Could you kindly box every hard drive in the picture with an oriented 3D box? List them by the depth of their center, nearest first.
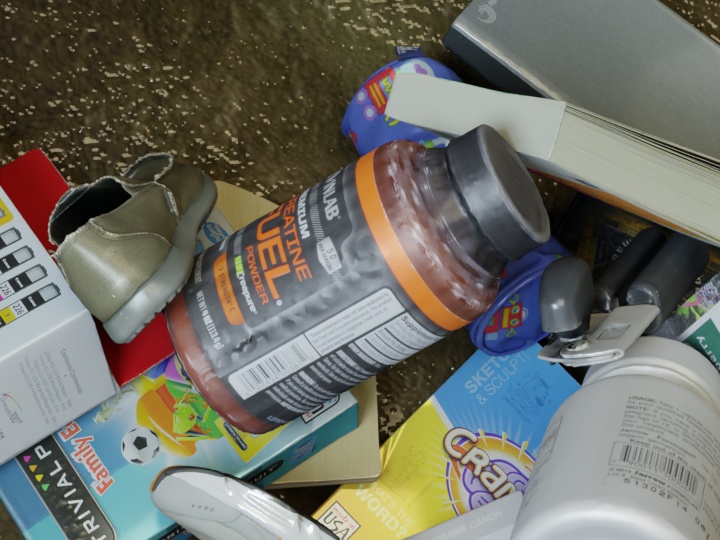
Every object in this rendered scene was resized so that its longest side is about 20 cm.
[{"bbox_3d":[0.168,-0.135,1.281,0.200,0.033,0.140,37,52,4],"label":"hard drive"}]

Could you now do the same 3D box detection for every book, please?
[{"bbox_3d":[0.127,-0.065,1.120,0.199,0.133,0.048,16,92,-45],"label":"book"}]

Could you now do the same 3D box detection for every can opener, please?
[{"bbox_3d":[0.157,0.003,1.141,0.200,0.053,0.067,-40,121,-56],"label":"can opener"}]

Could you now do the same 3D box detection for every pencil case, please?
[{"bbox_3d":[0.064,-0.045,1.193,0.087,0.078,0.201,-27,62,-5],"label":"pencil case"}]

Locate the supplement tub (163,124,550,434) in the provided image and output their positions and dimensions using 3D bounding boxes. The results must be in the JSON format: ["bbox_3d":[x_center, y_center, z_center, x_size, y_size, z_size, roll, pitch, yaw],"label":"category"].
[{"bbox_3d":[0.000,0.000,1.024,0.199,0.107,0.107,-30,75,18],"label":"supplement tub"}]

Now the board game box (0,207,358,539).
[{"bbox_3d":[-0.124,0.079,1.113,0.199,0.047,0.151,-33,70,-14],"label":"board game box"}]

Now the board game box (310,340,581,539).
[{"bbox_3d":[0.076,0.149,1.166,0.153,0.040,0.200,44,67,6],"label":"board game box"}]

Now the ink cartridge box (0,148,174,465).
[{"bbox_3d":[-0.225,0.003,1.083,0.175,0.084,0.200,-31,55,-14],"label":"ink cartridge box"}]

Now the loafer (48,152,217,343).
[{"bbox_3d":[-0.127,-0.030,1.051,0.070,0.200,0.075,43,101,-15],"label":"loafer"}]

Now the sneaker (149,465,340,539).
[{"bbox_3d":[-0.037,0.181,1.035,0.199,0.076,0.092,33,82,-2],"label":"sneaker"}]

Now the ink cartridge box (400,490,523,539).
[{"bbox_3d":[0.036,0.244,1.083,0.199,0.045,0.177,-23,59,2],"label":"ink cartridge box"}]

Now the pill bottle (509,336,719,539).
[{"bbox_3d":[0.152,0.124,1.070,0.114,0.115,0.200,30,32,0],"label":"pill bottle"}]

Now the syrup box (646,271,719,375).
[{"bbox_3d":[0.250,0.026,1.133,0.081,0.200,0.079,-28,78,-24],"label":"syrup box"}]

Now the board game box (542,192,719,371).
[{"bbox_3d":[0.210,0.029,1.248,0.199,0.028,0.136,33,67,1],"label":"board game box"}]

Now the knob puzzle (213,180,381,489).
[{"bbox_3d":[-0.083,0.041,1.172,0.218,0.030,0.221,0,66,0],"label":"knob puzzle"}]
